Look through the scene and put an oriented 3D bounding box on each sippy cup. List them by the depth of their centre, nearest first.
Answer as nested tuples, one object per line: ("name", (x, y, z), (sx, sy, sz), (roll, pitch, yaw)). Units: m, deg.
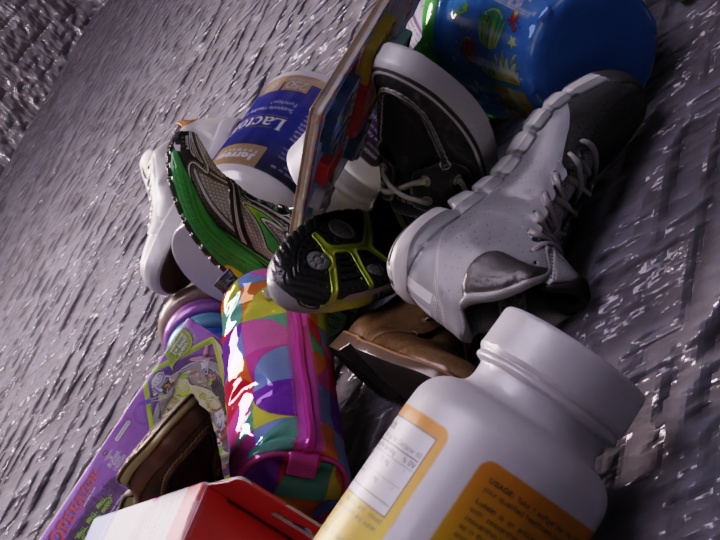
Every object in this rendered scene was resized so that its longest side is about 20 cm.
("sippy cup", (0.126, -0.155, 0.974), (0.178, 0.139, 0.130), (-59, 28, 8))

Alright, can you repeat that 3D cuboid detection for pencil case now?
("pencil case", (-0.054, 0.080, 1.007), (0.088, 0.088, 0.200), (-43, 35, 27))

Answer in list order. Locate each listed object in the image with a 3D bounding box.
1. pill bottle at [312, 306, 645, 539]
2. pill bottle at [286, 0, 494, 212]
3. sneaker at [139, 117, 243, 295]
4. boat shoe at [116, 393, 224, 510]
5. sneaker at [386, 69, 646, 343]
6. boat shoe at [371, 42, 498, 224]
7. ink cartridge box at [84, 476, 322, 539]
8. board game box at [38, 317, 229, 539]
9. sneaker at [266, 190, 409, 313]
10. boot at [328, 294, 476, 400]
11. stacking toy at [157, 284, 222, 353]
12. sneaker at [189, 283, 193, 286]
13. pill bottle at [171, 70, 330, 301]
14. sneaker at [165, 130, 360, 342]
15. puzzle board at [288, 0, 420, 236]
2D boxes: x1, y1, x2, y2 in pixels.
("pill bottle", (0.049, 0.122, 0.710), (0.200, 0.111, 0.111), (-55, 20, -5))
("pill bottle", (0.036, -0.129, 1.146), (0.200, 0.111, 0.112), (-42, 23, 28))
("sneaker", (-0.166, -0.058, 1.304), (0.084, 0.073, 0.200), (6, 48, 17))
("boat shoe", (-0.115, 0.141, 0.969), (0.072, 0.068, 0.200), (-46, -10, -25))
("sneaker", (0.120, -0.027, 0.884), (0.200, 0.075, 0.116), (-42, 44, -2))
("boat shoe", (0.047, -0.063, 0.933), (0.071, 0.200, 0.064), (24, 70, 33))
("ink cartridge box", (-0.089, 0.193, 0.894), (0.200, 0.116, 0.067), (-26, 35, 53))
("board game box", (-0.134, 0.148, 1.084), (0.200, 0.120, 0.032), (-56, -16, -9))
("sneaker", (0.000, 0.000, 1.021), (0.200, 0.075, 0.077), (-24, -29, -54))
("boot", (0.041, 0.046, 0.925), (0.075, 0.074, 0.200), (-46, 17, -8))
("stacking toy", (-0.116, 0.092, 1.192), (0.085, 0.085, 0.200), (-48, 27, 15))
("sneaker", (-0.116, -0.047, 1.368), (0.078, 0.099, 0.200), (-19, 40, 57))
("pill bottle", (-0.074, -0.070, 1.255), (0.116, 0.116, 0.200), (-30, 23, 48))
("sneaker", (-0.074, -0.031, 1.122), (0.085, 0.200, 0.078), (-40, 11, 7))
("puzzle board", (0.000, -0.113, 0.968), (0.151, 0.017, 0.200), (-60, -5, -22))
